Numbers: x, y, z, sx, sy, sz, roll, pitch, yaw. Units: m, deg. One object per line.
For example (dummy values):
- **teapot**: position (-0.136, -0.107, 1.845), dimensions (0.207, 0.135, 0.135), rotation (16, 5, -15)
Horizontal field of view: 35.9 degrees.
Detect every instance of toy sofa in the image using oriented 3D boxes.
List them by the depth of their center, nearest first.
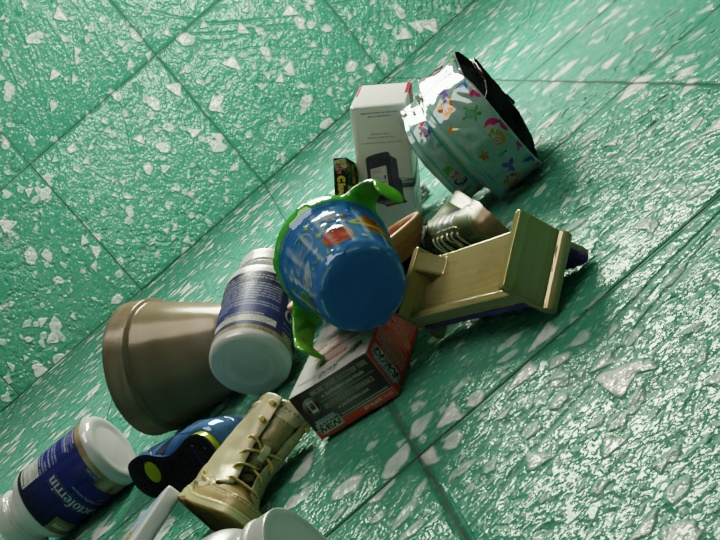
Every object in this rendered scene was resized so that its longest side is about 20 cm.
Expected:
- **toy sofa**: position (0.131, 0.015, 1.113), dimensions (0.200, 0.097, 0.084), rotation (-19, 49, 58)

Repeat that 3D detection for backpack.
- **backpack**: position (0.148, -0.182, 1.471), dimensions (0.150, 0.178, 0.200), rotation (-42, 23, 8)

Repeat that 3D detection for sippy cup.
- **sippy cup**: position (-0.014, 0.001, 1.181), dimensions (0.138, 0.180, 0.130), rotation (-13, 21, -13)

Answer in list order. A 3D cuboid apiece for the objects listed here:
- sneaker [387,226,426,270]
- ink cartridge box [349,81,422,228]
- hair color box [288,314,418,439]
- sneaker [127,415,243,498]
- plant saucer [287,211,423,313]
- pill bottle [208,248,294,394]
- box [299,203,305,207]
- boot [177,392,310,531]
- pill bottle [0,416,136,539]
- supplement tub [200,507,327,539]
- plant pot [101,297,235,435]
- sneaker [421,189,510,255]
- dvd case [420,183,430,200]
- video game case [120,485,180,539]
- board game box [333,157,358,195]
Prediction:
- **sneaker**: position (0.023, -0.009, 1.493), dimensions (0.199, 0.080, 0.078), rotation (-10, -13, 33)
- **ink cartridge box**: position (0.041, -0.161, 1.635), dimensions (0.083, 0.202, 0.145), rotation (-3, 21, 8)
- **hair color box**: position (0.001, 0.090, 1.241), dimensions (0.111, 0.064, 0.200), rotation (-33, 13, 25)
- **sneaker**: position (-0.217, 0.233, 1.409), dimensions (0.199, 0.066, 0.078), rotation (-29, 5, 40)
- **plant saucer**: position (0.000, 0.000, 1.358), dimensions (0.199, 0.038, 0.200), rotation (-37, 4, 3)
- **pill bottle**: position (-0.139, 0.063, 1.526), dimensions (0.111, 0.111, 0.201), rotation (-34, 30, 28)
- **box**: position (-0.089, -0.005, 1.680), dimensions (0.202, 0.039, 0.137), rotation (-70, 18, -7)
- **boot**: position (-0.110, 0.202, 1.159), dimensions (0.156, 0.073, 0.200), rotation (-49, 9, -17)
- **pill bottle**: position (-0.431, 0.315, 1.619), dimensions (0.200, 0.116, 0.116), rotation (-39, 13, 10)
- **supplement tub**: position (-0.101, 0.269, 0.753), dimensions (0.199, 0.146, 0.146), rotation (-38, 13, 11)
- **plant pot**: position (-0.246, 0.126, 1.614), dimensions (0.172, 0.201, 0.200), rotation (-14, 24, 25)
- **sneaker**: position (0.120, -0.037, 1.330), dimensions (0.090, 0.067, 0.200), rotation (-47, 12, 4)
- **dvd case**: position (0.013, -0.057, 1.784), dimensions (0.200, 0.022, 0.146), rotation (-46, 14, -25)
- **video game case**: position (-0.282, 0.346, 1.199), dimensions (0.182, 0.022, 0.200), rotation (-49, 6, 36)
- **board game box**: position (-0.015, -0.102, 1.577), dimensions (0.023, 0.106, 0.200), rotation (-5, 2, 6)
